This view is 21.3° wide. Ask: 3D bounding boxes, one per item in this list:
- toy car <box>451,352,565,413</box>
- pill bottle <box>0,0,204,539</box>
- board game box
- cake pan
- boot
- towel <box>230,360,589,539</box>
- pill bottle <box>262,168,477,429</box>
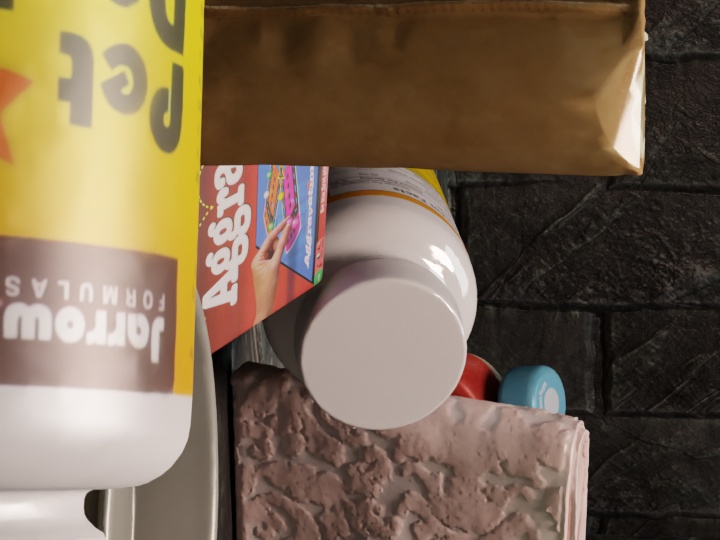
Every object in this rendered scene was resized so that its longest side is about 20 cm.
[{"bbox_3d":[0.034,0.145,1.505,0.200,0.184,0.177,13,77,-54],"label":"toy car"},{"bbox_3d":[-0.083,-0.024,0.350,0.109,0.109,0.201,42,49,-82],"label":"pill bottle"},{"bbox_3d":[-0.048,-0.064,0.824,0.103,0.019,0.200,-33,136,-45],"label":"board game box"},{"bbox_3d":[-0.086,0.095,0.698,0.200,0.037,0.201,1,90,-84],"label":"cake pan"},{"bbox_3d":[-0.017,-0.039,0.550,0.066,0.200,0.175,80,12,-61],"label":"boot"},{"bbox_3d":[0.021,0.153,1.028,0.032,0.200,0.191,-33,127,-61],"label":"towel"},{"bbox_3d":[0.000,0.000,1.002,0.200,0.111,0.111,-105,-168,-65],"label":"pill bottle"}]
